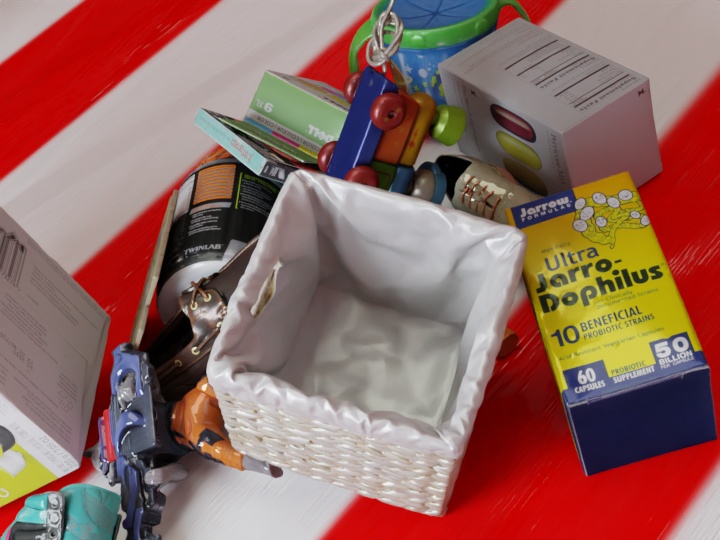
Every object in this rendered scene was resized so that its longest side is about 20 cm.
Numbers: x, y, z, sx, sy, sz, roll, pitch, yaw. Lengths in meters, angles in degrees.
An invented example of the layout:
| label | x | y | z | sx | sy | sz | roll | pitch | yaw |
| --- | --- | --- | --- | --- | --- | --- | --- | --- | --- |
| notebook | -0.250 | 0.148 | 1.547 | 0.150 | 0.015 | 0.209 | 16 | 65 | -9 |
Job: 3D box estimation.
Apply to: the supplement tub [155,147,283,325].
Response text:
| label | x | y | z | sx | sy | sz | roll | pitch | yaw |
| --- | --- | --- | --- | --- | --- | --- | --- | --- | --- |
| supplement tub | -0.127 | -0.026 | 1.356 | 0.122 | 0.123 | 0.200 | -11 | 38 | 12 |

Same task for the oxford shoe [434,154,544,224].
| label | x | y | z | sx | sy | sz | roll | pitch | yaw |
| --- | --- | --- | --- | --- | --- | --- | --- | --- | --- |
| oxford shoe | 0.122 | -0.055 | 1.289 | 0.071 | 0.074 | 0.200 | -62 | 26 | 9 |

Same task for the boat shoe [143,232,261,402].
| label | x | y | z | sx | sy | sz | roll | pitch | yaw |
| --- | --- | --- | --- | --- | --- | --- | --- | --- | --- |
| boat shoe | -0.131 | 0.043 | 1.228 | 0.200 | 0.070 | 0.070 | -54 | 25 | 21 |

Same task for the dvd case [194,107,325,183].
| label | x | y | z | sx | sy | sz | roll | pitch | yaw |
| --- | --- | --- | --- | --- | --- | --- | --- | --- | --- |
| dvd case | -0.051 | -0.104 | 1.385 | 0.146 | 0.199 | 0.022 | 39 | 109 | 48 |

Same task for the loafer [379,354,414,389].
| label | x | y | z | sx | sy | sz | roll | pitch | yaw |
| --- | --- | --- | --- | --- | --- | --- | --- | --- | --- |
| loafer | -0.028 | 0.084 | 1.217 | 0.199 | 0.070 | 0.070 | 4 | 35 | 28 |

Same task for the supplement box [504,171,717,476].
| label | x | y | z | sx | sy | sz | roll | pitch | yaw |
| --- | --- | --- | --- | --- | --- | --- | --- | --- | --- |
| supplement box | 0.195 | 0.040 | 1.102 | 0.108 | 0.110 | 0.201 | -17 | 50 | 5 |

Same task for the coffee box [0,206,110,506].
| label | x | y | z | sx | sy | sz | roll | pitch | yaw |
| --- | --- | --- | --- | --- | --- | --- | --- | --- | --- |
| coffee box | -0.370 | 0.084 | 1.237 | 0.197 | 0.200 | 0.200 | -26 | 35 | 19 |

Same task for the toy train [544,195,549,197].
| label | x | y | z | sx | sy | sz | roll | pitch | yaw |
| --- | --- | --- | --- | --- | --- | --- | --- | --- | --- |
| toy train | 0.188 | -0.003 | 1.254 | 0.046 | 0.034 | 0.200 | -25 | 37 | 1 |

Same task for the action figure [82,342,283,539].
| label | x | y | z | sx | sy | sz | roll | pitch | yaw |
| --- | --- | --- | --- | --- | --- | --- | --- | --- | --- |
| action figure | -0.147 | 0.161 | 1.190 | 0.193 | 0.105 | 0.201 | -10 | 68 | 22 |

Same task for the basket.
| label | x | y | z | sx | sy | sz | roll | pitch | yaw |
| --- | --- | --- | --- | --- | --- | --- | --- | --- | --- |
| basket | 0.006 | 0.060 | 1.085 | 0.199 | 0.161 | 0.199 | 17 | 59 | 7 |

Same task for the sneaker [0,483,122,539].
| label | x | y | z | sx | sy | sz | roll | pitch | yaw |
| --- | --- | --- | --- | --- | --- | --- | --- | --- | --- |
| sneaker | -0.214 | 0.232 | 1.093 | 0.199 | 0.084 | 0.121 | 16 | 77 | 39 |

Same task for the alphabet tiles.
| label | x | y | z | sx | sy | sz | roll | pitch | yaw |
| --- | --- | --- | --- | --- | --- | --- | --- | --- | --- |
| alphabet tiles | -0.201 | 0.026 | 1.311 | 0.006 | 0.167 | 0.200 | 15 | 37 | -10 |

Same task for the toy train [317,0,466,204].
| label | x | y | z | sx | sy | sz | roll | pitch | yaw |
| --- | --- | --- | --- | --- | --- | --- | --- | --- | --- |
| toy train | 0.048 | -0.149 | 1.278 | 0.115 | 0.201 | 0.085 | 12 | 18 | -28 |

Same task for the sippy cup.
| label | x | y | z | sx | sy | sz | roll | pitch | yaw |
| --- | --- | --- | --- | --- | --- | --- | --- | --- | --- |
| sippy cup | 0.087 | -0.223 | 1.484 | 0.177 | 0.131 | 0.140 | 5 | 36 | 25 |

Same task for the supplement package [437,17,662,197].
| label | x | y | z | sx | sy | sz | roll | pitch | yaw |
| --- | --- | --- | --- | --- | --- | --- | --- | --- | --- |
| supplement package | 0.184 | -0.151 | 1.370 | 0.109 | 0.114 | 0.200 | -32 | 38 | -17 |

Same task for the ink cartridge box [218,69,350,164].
| label | x | y | z | sx | sy | sz | roll | pitch | yaw |
| --- | --- | --- | --- | --- | --- | --- | --- | --- | --- |
| ink cartridge box | -0.046 | -0.150 | 1.394 | 0.104 | 0.059 | 0.200 | 29 | 12 | 19 |

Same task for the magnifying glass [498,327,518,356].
| label | x | y | z | sx | sy | sz | roll | pitch | yaw |
| --- | --- | --- | --- | --- | --- | --- | --- | --- | --- |
| magnifying glass | 0.071 | 0.028 | 1.283 | 0.079 | 0.022 | 0.200 | -36 | 38 | -18 |
